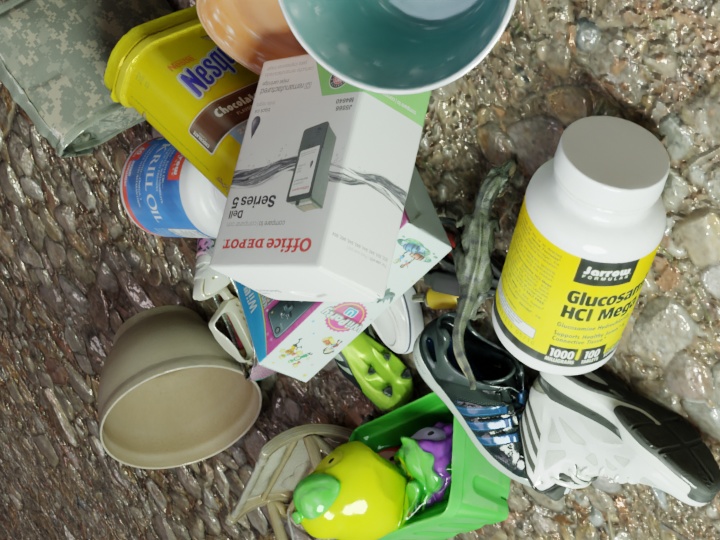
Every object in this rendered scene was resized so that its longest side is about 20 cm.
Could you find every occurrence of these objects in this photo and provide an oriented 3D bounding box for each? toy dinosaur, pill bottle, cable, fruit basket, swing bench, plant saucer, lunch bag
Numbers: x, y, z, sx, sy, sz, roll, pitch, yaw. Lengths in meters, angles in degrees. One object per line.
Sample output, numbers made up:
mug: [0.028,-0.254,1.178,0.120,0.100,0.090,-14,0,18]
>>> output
toy dinosaur: [0.097,0.003,1.187,0.088,0.047,0.202,129,150,-83]
pill bottle: [-0.162,-0.091,1.455,0.199,0.112,0.113,2,118,50]
cable: [0.127,0.006,1.251,0.199,0.050,0.098,14,111,31]
fruit basket: [0.024,0.203,1.349,0.214,0.157,0.216,6,152,3]
swing bench: [-0.040,0.297,1.597,0.200,0.129,0.199,52,147,17]
pill bottle: [0.176,-0.019,1.084,0.112,0.112,0.201,39,142,25]
plant saucer: [-0.047,-0.214,1.202,0.199,0.038,0.200,18,163,6]
lunch bag: [-0.289,-0.222,1.432,0.165,0.199,0.118,55,145,2]

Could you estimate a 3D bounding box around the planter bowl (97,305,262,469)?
planter bowl: [-0.233,0.129,1.670,0.201,0.199,0.135,104,151,-47]

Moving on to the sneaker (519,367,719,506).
sneaker: [0.217,0.166,1.183,0.200,0.075,0.116,39,119,39]

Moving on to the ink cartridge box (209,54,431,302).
ink cartridge box: [-0.034,-0.081,1.179,0.145,0.202,0.084,0,161,45]

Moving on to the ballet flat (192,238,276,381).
ballet flat: [-0.151,0.037,1.578,0.069,0.071,0.201,-11,107,55]

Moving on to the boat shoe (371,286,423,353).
boat shoe: [0.000,0.000,1.362,0.072,0.066,0.201,1,117,51]

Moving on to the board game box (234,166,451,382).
board game box: [-0.025,-0.019,1.252,0.200,0.064,0.148,-45,44,24]

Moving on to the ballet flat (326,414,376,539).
ballet flat: [-0.010,0.248,1.474,0.068,0.063,0.201,82,-173,-59]

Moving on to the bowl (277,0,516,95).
bowl: [0.041,-0.244,1.051,0.199,0.105,0.203,7,109,20]

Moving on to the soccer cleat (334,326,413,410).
soccer cleat: [-0.020,0.067,1.446,0.201,0.067,0.081,53,158,6]

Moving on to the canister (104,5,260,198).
canister: [-0.129,-0.158,1.330,0.200,0.148,0.087,43,135,16]

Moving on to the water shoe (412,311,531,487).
water shoe: [0.130,0.124,1.269,0.200,0.072,0.079,42,150,3]
